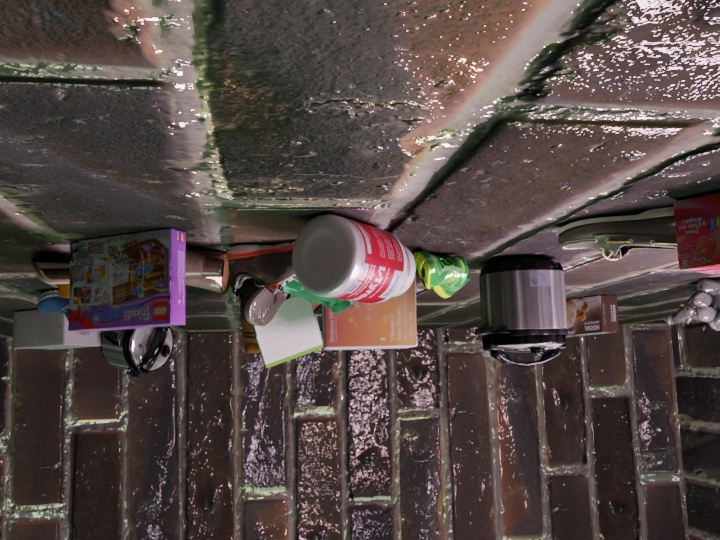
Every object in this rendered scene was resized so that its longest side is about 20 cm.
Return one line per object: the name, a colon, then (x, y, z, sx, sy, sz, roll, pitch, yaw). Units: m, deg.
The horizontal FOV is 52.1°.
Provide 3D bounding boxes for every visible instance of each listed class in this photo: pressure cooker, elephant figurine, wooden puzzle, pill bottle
pressure cooker: (-0.655, 0.212, 2.194, 0.197, 0.180, 0.177, 4, -163, 38)
elephant figurine: (0.918, 0.089, 1.948, 0.152, 0.144, 0.200, 21, 174, 11)
wooden puzzle: (-0.465, 0.019, 1.285, 0.196, 0.047, 0.184, 4, -176, -28)
pill bottle: (-0.001, -0.011, 1.077, 0.110, 0.115, 0.199, -7, 171, 32)
pressure cooker: (0.323, 0.088, 1.470, 0.173, 0.205, 0.178, -7, 171, 26)

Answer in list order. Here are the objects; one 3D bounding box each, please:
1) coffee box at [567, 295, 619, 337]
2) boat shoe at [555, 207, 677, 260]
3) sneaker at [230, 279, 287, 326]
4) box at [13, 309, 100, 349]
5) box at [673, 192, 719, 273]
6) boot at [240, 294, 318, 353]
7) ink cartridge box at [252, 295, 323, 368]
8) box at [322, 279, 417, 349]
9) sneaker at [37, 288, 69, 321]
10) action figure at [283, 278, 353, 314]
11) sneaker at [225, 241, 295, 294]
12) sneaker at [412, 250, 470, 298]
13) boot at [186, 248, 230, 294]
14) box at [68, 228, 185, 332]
coffee box: (0.703, 0.145, 2.302, 0.078, 0.117, 0.199, 4, 171, -31)
boat shoe: (0.386, -0.048, 1.089, 0.199, 0.062, 0.072, -8, 170, 35)
sneaker: (-0.207, 0.046, 1.362, 0.104, 0.077, 0.200, 8, -165, 10)
box: (-0.883, 0.171, 2.144, 0.196, 0.109, 0.152, -5, 172, 21)
box: (0.520, -0.056, 0.945, 0.098, 0.098, 0.198, 4, 170, -42)
boot: (-0.191, 0.124, 1.768, 0.195, 0.159, 0.077, 0, -171, -8)
ink cartridge box: (-0.178, 0.104, 1.681, 0.145, 0.203, 0.076, -18, -147, -11)
box: (0.017, 0.090, 1.576, 0.195, 0.156, 0.106, -1, 173, -6)
sneaker: (-0.666, 0.089, 1.694, 0.196, 0.091, 0.078, -5, 170, 24)
action figure: (-0.096, 0.014, 1.336, 0.197, 0.056, 0.118, 21, 136, -24)
sneaker: (-0.125, -0.001, 1.223, 0.195, 0.084, 0.077, -3, 172, 9)
sneaker: (0.153, -0.005, 1.368, 0.083, 0.075, 0.199, -30, 160, 14)
boot: (-0.299, -0.005, 1.255, 0.143, 0.072, 0.200, 5, 171, -2)
box: (-0.354, 0.018, 1.110, 0.196, 0.140, 0.039, -5, 171, 23)
